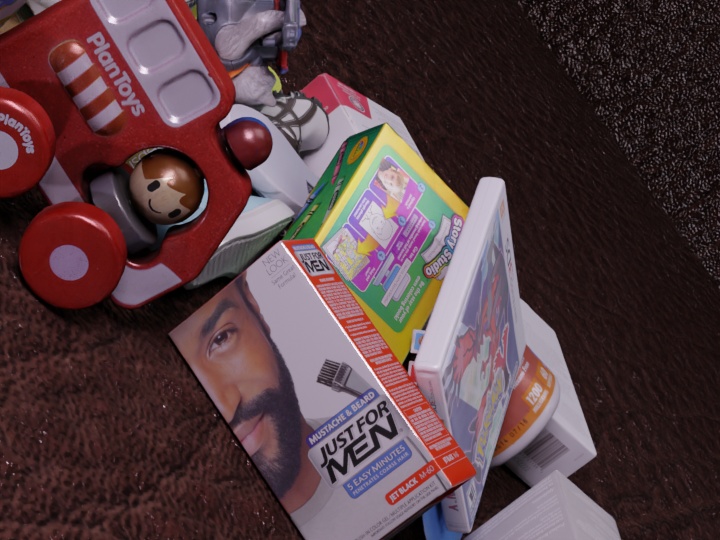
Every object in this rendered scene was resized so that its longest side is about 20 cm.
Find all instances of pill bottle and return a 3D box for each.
[{"bbox_3d":[0.068,0.065,1.407,0.200,0.112,0.112,46,18,-16],"label":"pill bottle"}]

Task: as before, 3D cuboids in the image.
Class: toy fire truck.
[{"bbox_3d":[-0.149,-0.080,1.041,0.200,0.167,0.112,59,15,-18],"label":"toy fire truck"}]

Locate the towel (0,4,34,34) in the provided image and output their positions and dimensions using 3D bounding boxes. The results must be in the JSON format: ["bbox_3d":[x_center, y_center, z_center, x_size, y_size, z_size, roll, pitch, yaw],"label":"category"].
[{"bbox_3d":[-0.250,-0.164,1.223,0.146,0.022,0.200,23,34,-58],"label":"towel"}]

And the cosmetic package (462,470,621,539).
[{"bbox_3d":[0.150,0.259,1.246,0.090,0.107,0.200,40,23,-29],"label":"cosmetic package"}]

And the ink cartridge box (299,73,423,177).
[{"bbox_3d":[0.014,-0.072,1.586,0.147,0.085,0.201,26,32,-54],"label":"ink cartridge box"}]

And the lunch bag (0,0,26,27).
[{"bbox_3d":[-0.255,-0.194,1.024,0.127,0.170,0.200,41,22,-30],"label":"lunch bag"}]

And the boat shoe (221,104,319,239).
[{"bbox_3d":[-0.069,-0.062,1.370,0.200,0.056,0.069,43,31,-46],"label":"boat shoe"}]

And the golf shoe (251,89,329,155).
[{"bbox_3d":[-0.085,-0.109,1.457,0.200,0.078,0.095,3,62,-58],"label":"golf shoe"}]

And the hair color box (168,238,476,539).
[{"bbox_3d":[-0.027,0.090,1.130,0.200,0.111,0.064,55,18,11],"label":"hair color box"}]

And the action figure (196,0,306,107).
[{"bbox_3d":[-0.105,-0.224,1.341,0.200,0.104,0.195,-144,-138,-83],"label":"action figure"}]

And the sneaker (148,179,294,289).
[{"bbox_3d":[-0.110,-0.042,1.249,0.082,0.074,0.200,47,12,6],"label":"sneaker"}]

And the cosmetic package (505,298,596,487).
[{"bbox_3d":[0.150,0.107,1.593,0.101,0.071,0.200,42,20,-27],"label":"cosmetic package"}]

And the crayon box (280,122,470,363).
[{"bbox_3d":[0.000,0.000,1.280,0.119,0.058,0.200,44,58,-21],"label":"crayon box"}]

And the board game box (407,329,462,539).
[{"bbox_3d":[0.059,0.120,1.286,0.158,0.039,0.201,31,67,-71],"label":"board game box"}]

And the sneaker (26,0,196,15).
[{"bbox_3d":[-0.201,-0.229,1.314,0.077,0.080,0.200,59,23,14],"label":"sneaker"}]

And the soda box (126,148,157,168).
[{"bbox_3d":[-0.152,-0.125,1.253,0.064,0.068,0.200,54,7,-17],"label":"soda box"}]

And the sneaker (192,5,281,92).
[{"bbox_3d":[-0.115,-0.189,1.488,0.078,0.090,0.200,57,18,18],"label":"sneaker"}]

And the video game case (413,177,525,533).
[{"bbox_3d":[0.087,0.063,1.248,0.183,0.023,0.200,77,26,-42],"label":"video game case"}]
